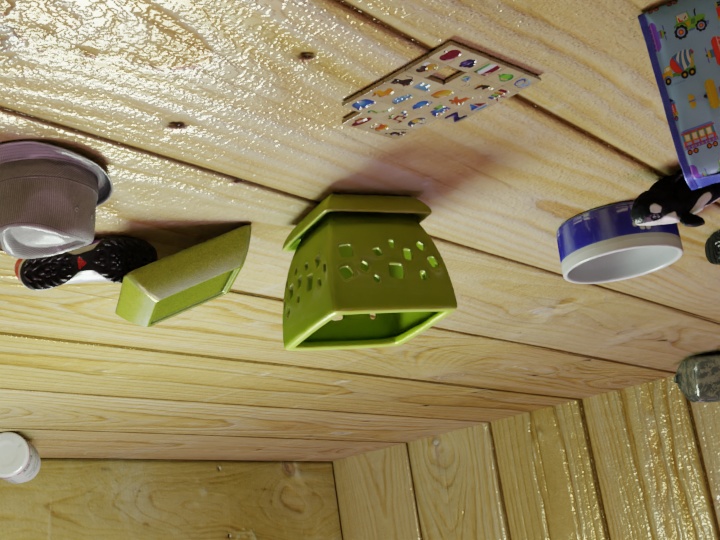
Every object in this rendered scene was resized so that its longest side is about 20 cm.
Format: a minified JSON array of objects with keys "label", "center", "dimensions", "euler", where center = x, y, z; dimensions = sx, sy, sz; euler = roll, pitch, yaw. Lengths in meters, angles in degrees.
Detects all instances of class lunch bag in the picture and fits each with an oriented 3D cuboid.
[{"label":"lunch bag","center":[0.387,-0.186,1.154],"dimensions":[0.150,0.202,0.094],"euler":[-17,161,29]},{"label":"lunch bag","center":[1.039,0.310,3.315],"dimensions":[0.198,0.141,0.168],"euler":[-7,180,-5]}]

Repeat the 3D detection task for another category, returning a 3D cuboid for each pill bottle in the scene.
[{"label":"pill bottle","center":[-0.889,0.486,2.907],"dimensions":[0.112,0.114,0.200],"euler":[-7,163,-6]}]

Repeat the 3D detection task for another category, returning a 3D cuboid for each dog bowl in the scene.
[{"label":"dog bowl","center":[0.427,-0.045,1.872],"dimensions":[0.198,0.080,0.200],"euler":[-8,164,-2]}]

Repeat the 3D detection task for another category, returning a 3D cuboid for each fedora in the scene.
[{"label":"fedora","center":[-0.381,-0.070,1.333],"dimensions":[0.175,0.091,0.200],"euler":[-12,163,8]}]

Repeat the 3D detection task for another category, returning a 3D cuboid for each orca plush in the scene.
[{"label":"orca plush","center":[0.494,-0.122,1.665],"dimensions":[0.198,0.106,0.072],"euler":[-6,133,-1]}]

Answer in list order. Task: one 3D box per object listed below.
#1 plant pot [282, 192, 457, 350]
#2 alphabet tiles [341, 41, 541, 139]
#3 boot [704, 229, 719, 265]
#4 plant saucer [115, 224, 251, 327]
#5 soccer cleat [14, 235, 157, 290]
[{"label":"plant pot","center":[0.000,0.000,1.613],"dimensions":[0.197,0.183,0.200],"euler":[0,162,-26]},{"label":"alphabet tiles","center":[0.081,-0.199,1.298],"dimensions":[0.199,0.008,0.166],"euler":[-22,159,40]},{"label":"boot","center":[0.739,-0.049,2.013],"dimensions":[0.157,0.080,0.211],"euler":[8,168,-28]},{"label":"plant saucer","center":[-0.255,0.019,1.671],"dimensions":[0.198,0.048,0.200],"euler":[-24,169,-22]},{"label":"soccer cleat","center":[-0.388,-0.014,1.599],"dimensions":[0.198,0.069,0.073],"euler":[-10,-165,-28]}]
